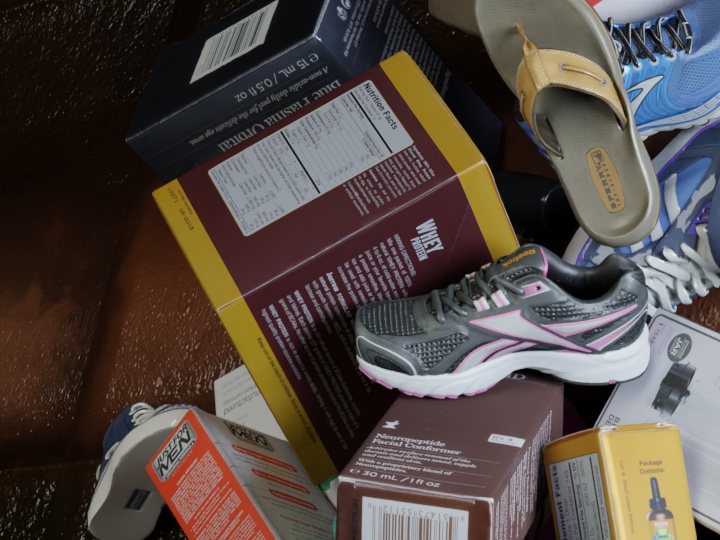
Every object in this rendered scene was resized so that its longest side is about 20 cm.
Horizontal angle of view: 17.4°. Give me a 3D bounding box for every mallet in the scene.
[{"bbox_3d":[0.090,0.020,1.719,0.066,0.041,0.201,28,92,49],"label":"mallet"}]

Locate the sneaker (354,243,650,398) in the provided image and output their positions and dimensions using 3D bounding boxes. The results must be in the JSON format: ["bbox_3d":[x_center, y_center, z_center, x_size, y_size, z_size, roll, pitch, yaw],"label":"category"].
[{"bbox_3d":[0.091,0.021,1.501,0.081,0.198,0.087,-111,20,-51],"label":"sneaker"}]

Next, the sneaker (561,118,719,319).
[{"bbox_3d":[0.226,-0.009,1.558,0.200,0.081,0.146,-49,35,2],"label":"sneaker"}]

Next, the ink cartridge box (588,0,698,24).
[{"bbox_3d":[0.198,-0.190,1.608,0.160,0.200,0.050,-33,71,27],"label":"ink cartridge box"}]

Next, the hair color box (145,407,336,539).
[{"bbox_3d":[-0.056,0.186,1.587,0.061,0.101,0.200,-52,45,15],"label":"hair color box"}]

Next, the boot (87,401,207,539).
[{"bbox_3d":[-0.165,0.132,1.838,0.200,0.072,0.091,-48,33,49],"label":"boot"}]

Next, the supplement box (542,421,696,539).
[{"bbox_3d":[0.169,0.198,1.452,0.069,0.066,0.202,-19,75,54],"label":"supplement box"}]

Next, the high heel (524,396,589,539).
[{"bbox_3d":[0.116,0.139,1.571,0.067,0.096,0.201,-39,45,22],"label":"high heel"}]

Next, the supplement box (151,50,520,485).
[{"bbox_3d":[0.000,0.000,1.594,0.199,0.198,0.133,-29,45,-3],"label":"supplement box"}]

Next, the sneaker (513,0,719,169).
[{"bbox_3d":[0.187,-0.135,1.583,0.199,0.089,0.079,-33,43,28],"label":"sneaker"}]

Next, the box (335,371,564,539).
[{"bbox_3d":[0.060,0.127,1.467,0.099,0.200,0.076,6,109,15],"label":"box"}]

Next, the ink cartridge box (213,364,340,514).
[{"bbox_3d":[-0.025,0.151,1.714,0.146,0.084,0.201,-30,49,30],"label":"ink cartridge box"}]

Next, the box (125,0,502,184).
[{"bbox_3d":[-0.033,-0.104,1.770,0.196,0.200,0.118,-25,32,33],"label":"box"}]

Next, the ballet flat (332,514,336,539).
[{"bbox_3d":[0.016,0.183,1.506,0.067,0.067,0.200,-40,6,17],"label":"ballet flat"}]

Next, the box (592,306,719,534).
[{"bbox_3d":[0.245,0.113,1.486,0.200,0.060,0.117,24,85,50],"label":"box"}]

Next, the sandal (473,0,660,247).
[{"bbox_3d":[0.136,-0.107,1.538,0.080,0.054,0.201,-24,90,25],"label":"sandal"}]

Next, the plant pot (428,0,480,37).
[{"bbox_3d":[0.127,-0.259,1.751,0.200,0.199,0.176,32,109,49],"label":"plant pot"}]
